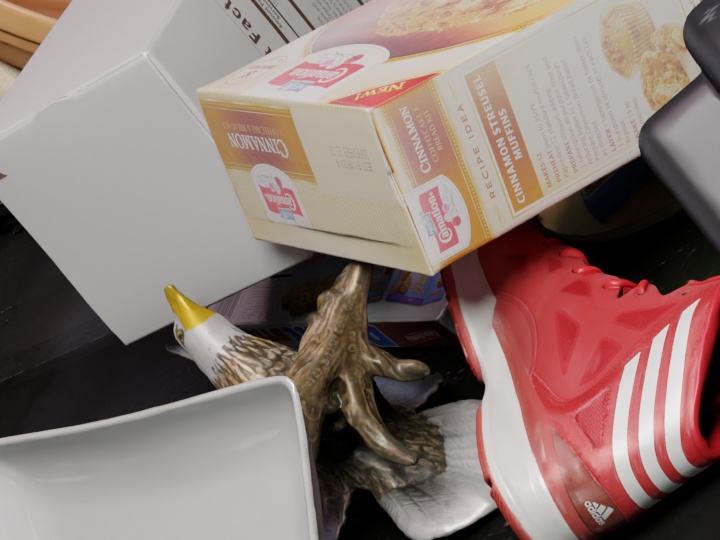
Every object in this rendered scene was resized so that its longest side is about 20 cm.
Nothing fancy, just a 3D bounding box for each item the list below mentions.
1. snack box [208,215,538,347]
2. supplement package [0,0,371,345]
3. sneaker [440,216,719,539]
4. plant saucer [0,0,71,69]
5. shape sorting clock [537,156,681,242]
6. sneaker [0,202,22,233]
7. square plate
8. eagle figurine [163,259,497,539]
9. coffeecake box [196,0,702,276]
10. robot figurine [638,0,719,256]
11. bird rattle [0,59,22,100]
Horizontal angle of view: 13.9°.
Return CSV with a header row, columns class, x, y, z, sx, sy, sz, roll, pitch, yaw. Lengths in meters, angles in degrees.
class,x,y,z,sx,sy,sz,roll,pitch,yaw
snack box,0.000,0.000,1.358,0.200,0.024,0.072,-2,54,56
supplement package,-0.066,-0.085,1.334,0.121,0.120,0.200,-24,24,36
sneaker,0.101,0.024,1.147,0.115,0.078,0.200,-26,40,14
plant saucer,-0.123,-0.124,1.526,0.200,0.199,0.038,-128,51,-65
shape sorting clock,0.146,-0.094,1.287,0.200,0.039,0.200,-38,31,28
sneaker,-0.178,-0.092,1.717,0.200,0.077,0.111,-34,20,28
square plate,-0.067,0.149,1.094,0.028,0.199,0.200,-4,-7,-44
eagle figurine,-0.035,0.066,1.234,0.151,0.152,0.200,-8,-20,-19
coffeecake box,0.058,-0.080,1.189,0.200,0.073,0.153,-30,19,-23
robot figurine,0.199,-0.084,1.091,0.200,0.125,0.150,-39,24,8
bird rattle,-0.139,-0.061,1.533,0.113,0.163,0.200,-58,13,10
